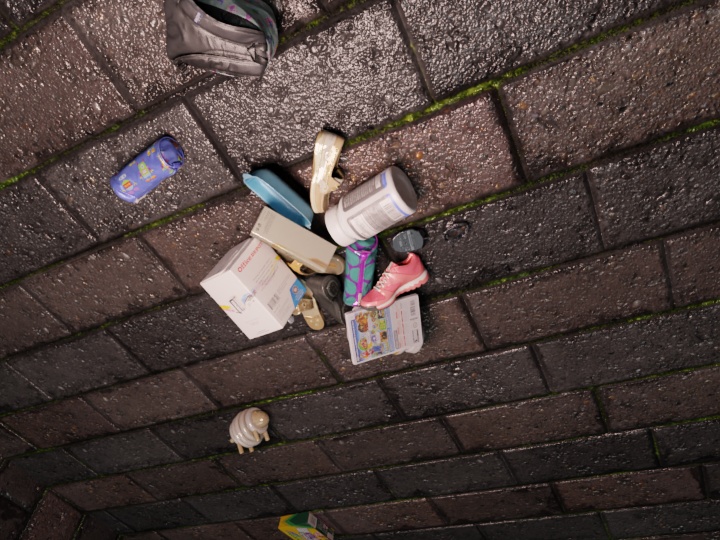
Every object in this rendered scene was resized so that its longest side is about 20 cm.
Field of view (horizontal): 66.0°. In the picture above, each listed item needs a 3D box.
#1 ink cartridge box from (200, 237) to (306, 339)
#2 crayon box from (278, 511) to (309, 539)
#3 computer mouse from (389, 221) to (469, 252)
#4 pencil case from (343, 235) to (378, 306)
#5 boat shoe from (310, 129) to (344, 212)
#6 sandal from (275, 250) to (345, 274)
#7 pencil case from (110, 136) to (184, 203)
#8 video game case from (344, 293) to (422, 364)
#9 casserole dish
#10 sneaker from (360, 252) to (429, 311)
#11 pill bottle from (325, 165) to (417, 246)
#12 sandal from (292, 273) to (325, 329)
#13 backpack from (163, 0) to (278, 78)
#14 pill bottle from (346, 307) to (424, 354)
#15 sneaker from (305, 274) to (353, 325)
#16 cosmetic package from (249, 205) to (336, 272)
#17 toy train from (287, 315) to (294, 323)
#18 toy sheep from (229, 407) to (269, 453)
[{"bbox_3d":[-0.270,0.042,1.411,0.143,0.148,0.201,-20,117,40],"label":"ink cartridge box"},{"bbox_3d":[-0.241,1.162,2.484,0.170,0.059,0.201,-23,124,26],"label":"crayon box"},{"bbox_3d":[0.166,-0.086,1.343,0.196,0.034,0.060,-10,113,11],"label":"computer mouse"},{"bbox_3d":[0.000,0.000,1.397,0.083,0.093,0.203,-2,131,-6],"label":"pencil case"},{"bbox_3d":[-0.070,-0.211,1.237,0.068,0.074,0.203,13,131,5],"label":"boat shoe"},{"bbox_3d":[-0.136,-0.017,1.431,0.195,0.055,0.081,10,132,0],"label":"sandal"},{"bbox_3d":[-0.495,-0.228,1.288,0.198,0.078,0.088,-26,94,29],"label":"pencil case"},{"bbox_3d":[0.063,0.150,1.428,0.196,0.018,0.146,-14,113,-14],"label":"video game case"},{"bbox_3d":[-0.184,-0.170,1.284,0.199,0.039,0.120,42,163,-26],"label":"casserole dish"},{"bbox_3d":[0.075,0.024,1.389,0.198,0.074,0.088,-31,115,-14],"label":"sneaker"},{"bbox_3d":[0.021,-0.140,1.258,0.198,0.115,0.114,-27,123,29],"label":"pill bottle"},{"bbox_3d":[-0.159,0.103,1.531,0.076,0.070,0.214,-14,127,20],"label":"sandal"},{"bbox_3d":[-0.253,-0.444,1.028,0.196,0.129,0.168,13,144,-4],"label":"backpack"},{"bbox_3d":[0.071,0.164,1.508,0.196,0.114,0.113,16,133,-23],"label":"pill bottle"},{"bbox_3d":[-0.080,0.074,1.500,0.089,0.077,0.201,11,146,34],"label":"sneaker"},{"bbox_3d":[-0.164,-0.072,1.339,0.197,0.072,0.105,29,173,-12],"label":"cosmetic package"},{"bbox_3d":[-0.260,0.135,1.562,0.197,0.042,0.056,-8,138,42],"label":"toy train"},{"bbox_3d":[-0.389,0.551,1.922,0.199,0.139,0.138,-37,118,21],"label":"toy sheep"}]
